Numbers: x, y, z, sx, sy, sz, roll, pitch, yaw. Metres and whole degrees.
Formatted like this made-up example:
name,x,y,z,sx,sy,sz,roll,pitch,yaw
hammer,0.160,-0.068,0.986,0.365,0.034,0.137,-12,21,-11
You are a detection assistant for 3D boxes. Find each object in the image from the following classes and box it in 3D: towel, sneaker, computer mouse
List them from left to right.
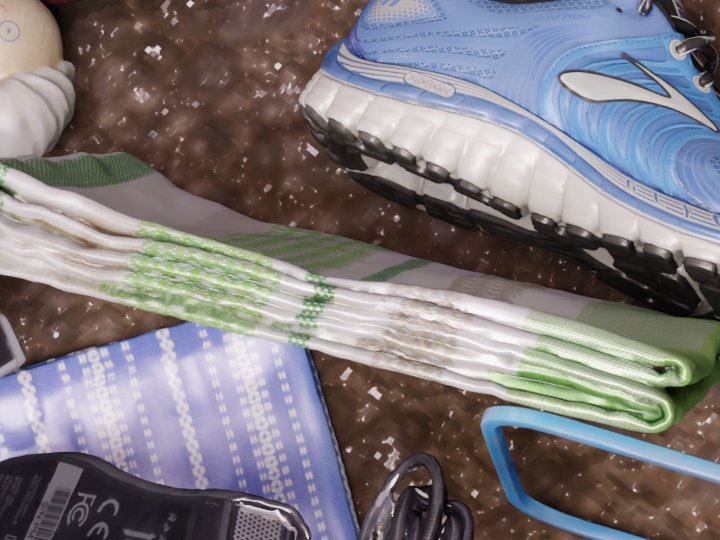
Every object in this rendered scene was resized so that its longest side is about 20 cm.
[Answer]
name,x,y,z,sx,sy,sz,roll,pitch,yaw
towel,-0.097,0.097,0.790,0.199,0.024,0.145,-16,74,1
computer mouse,-0.053,0.118,0.709,0.200,0.046,0.141,-3,60,44
towel,0.000,0.000,0.741,0.199,0.149,0.031,13,98,12
sneaker,0.086,-0.041,0.783,0.199,0.079,0.089,24,80,12

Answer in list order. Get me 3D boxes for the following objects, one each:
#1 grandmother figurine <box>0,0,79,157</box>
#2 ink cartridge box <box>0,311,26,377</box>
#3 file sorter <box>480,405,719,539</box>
name,x,y,z,sx,sy,sz,roll,pitch,yaw
grandmother figurine,-0.108,-0.126,0.838,0.121,0.061,0.201,-2,71,14
ink cartridge box,-0.227,0.001,0.780,0.197,0.047,0.200,-32,58,-11
file sorter,0.065,0.152,0.699,0.122,0.139,0.201,15,76,13
